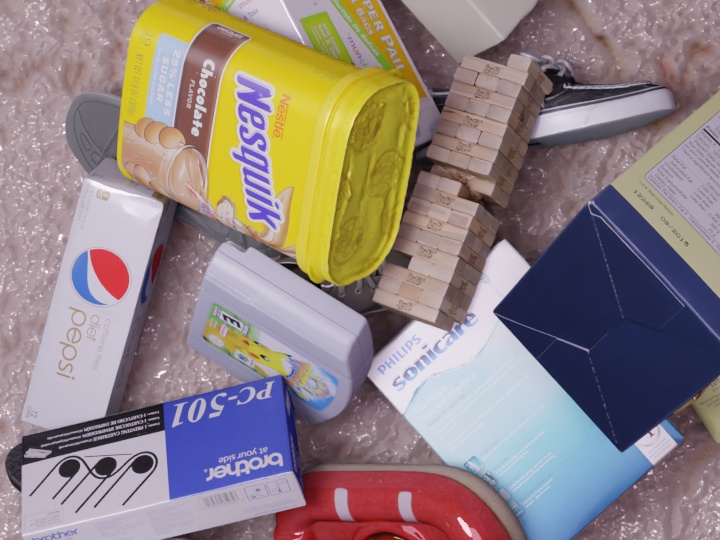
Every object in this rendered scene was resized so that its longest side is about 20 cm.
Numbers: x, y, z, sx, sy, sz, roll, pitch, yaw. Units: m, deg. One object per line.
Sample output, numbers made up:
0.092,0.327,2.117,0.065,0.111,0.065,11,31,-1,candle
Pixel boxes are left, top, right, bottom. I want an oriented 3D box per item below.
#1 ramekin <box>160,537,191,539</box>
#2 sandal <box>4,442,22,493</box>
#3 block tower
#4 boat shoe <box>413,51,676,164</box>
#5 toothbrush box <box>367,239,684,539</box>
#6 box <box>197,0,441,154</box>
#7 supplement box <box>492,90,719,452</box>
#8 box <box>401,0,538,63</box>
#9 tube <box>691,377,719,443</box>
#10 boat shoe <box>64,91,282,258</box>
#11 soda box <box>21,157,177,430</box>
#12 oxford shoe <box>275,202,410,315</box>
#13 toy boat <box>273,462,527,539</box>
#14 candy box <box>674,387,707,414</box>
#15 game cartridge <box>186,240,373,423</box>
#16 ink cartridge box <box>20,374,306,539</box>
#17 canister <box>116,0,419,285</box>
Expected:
-0.139,0.289,1.459,0.105,0.200,0.200,-19,89,-8,ramekin
-0.174,0.164,1.520,0.200,0.075,0.045,4,127,8,sandal
0.074,-0.058,1.446,0.058,0.054,0.200,20,84,25,block tower
0.134,-0.128,1.508,0.199,0.074,0.068,-9,84,17,boat shoe
0.120,0.097,1.499,0.146,0.085,0.200,-43,88,2,toothbrush box
-0.043,-0.157,1.477,0.101,0.112,0.200,-29,89,40,box
0.226,-0.015,1.326,0.200,0.200,0.134,-39,83,-25,supplement box
0.045,-0.255,1.477,0.200,0.068,0.082,48,60,-13,box
0.238,0.034,1.516,0.058,0.052,0.200,-25,82,-38,tube
-0.131,-0.076,1.527,0.202,0.065,0.074,26,110,8,boat shoe
-0.193,0.023,1.495,0.064,0.068,0.200,18,108,2,soda box
0.000,0.000,1.519,0.200,0.058,0.075,-20,87,0,oxford shoe
0.020,0.218,1.446,0.200,0.131,0.131,-3,120,29,toy boat
0.248,-0.002,1.470,0.117,0.056,0.200,42,66,1,candy box
-0.058,0.051,1.452,0.133,0.200,0.040,28,70,1,game cartridge
-0.144,0.144,1.448,0.200,0.044,0.094,-14,46,4,ink cartridge box
-0.069,-0.094,1.392,0.200,0.087,0.149,25,120,29,canister
